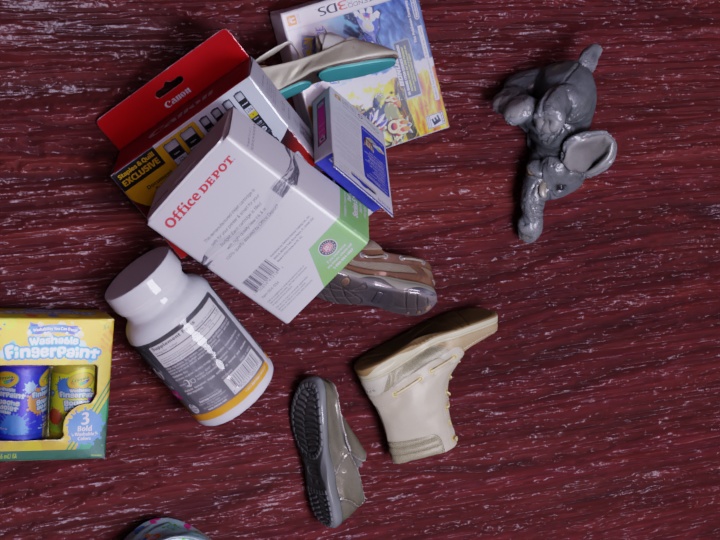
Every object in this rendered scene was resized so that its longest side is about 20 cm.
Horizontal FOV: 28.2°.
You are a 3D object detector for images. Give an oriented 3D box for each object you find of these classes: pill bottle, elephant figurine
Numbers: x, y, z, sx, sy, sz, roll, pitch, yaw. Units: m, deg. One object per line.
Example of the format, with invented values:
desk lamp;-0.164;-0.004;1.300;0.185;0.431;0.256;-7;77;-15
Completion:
pill bottle;-0.202;0.076;1.682;0.116;0.116;0.200;-42;111;-12
elephant figurine;0.258;-0.161;1.856;0.200;0.155;0.142;64;29;-30

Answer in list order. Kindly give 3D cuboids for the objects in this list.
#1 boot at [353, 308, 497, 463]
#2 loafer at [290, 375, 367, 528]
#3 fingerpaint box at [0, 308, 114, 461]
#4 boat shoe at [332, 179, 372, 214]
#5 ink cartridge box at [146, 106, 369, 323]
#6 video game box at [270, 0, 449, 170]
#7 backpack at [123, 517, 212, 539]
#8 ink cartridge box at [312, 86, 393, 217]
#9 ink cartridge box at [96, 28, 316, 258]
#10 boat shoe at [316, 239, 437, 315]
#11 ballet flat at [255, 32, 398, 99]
boot;0.105;0.148;1.852;0.200;0.073;0.156;-26;107;-17
loafer;-0.036;0.223;1.810;0.070;0.075;0.200;-18;110;-33
fingerpaint box;-0.389;0.128;1.629;0.200;0.073;0.167;2;98;-24
boat shoe;-0.064;-0.062;1.736;0.200;0.073;0.062;-35;137;-23
ink cartridge box;-0.111;-0.060;1.578;0.200;0.084;0.146;37;115;-19
video game box;0.001;-0.245;1.759;0.182;0.047;0.200;-20;106;-17
backpack;-0.235;0.404;1.708;0.178;0.151;0.200;43;76;-22
ink cartridge box;-0.010;-0.131;1.647;0.095;0.200;0.037;39;111;-24
ink cartridge box;-0.179;-0.145;1.634;0.200;0.084;0.176;-35;112;12
boat shoe;0.000;0.000;1.791;0.200;0.076;0.072;15;58;-17
ballet flat;-0.058;-0.244;1.676;0.200;0.069;0.070;-18;106;2
